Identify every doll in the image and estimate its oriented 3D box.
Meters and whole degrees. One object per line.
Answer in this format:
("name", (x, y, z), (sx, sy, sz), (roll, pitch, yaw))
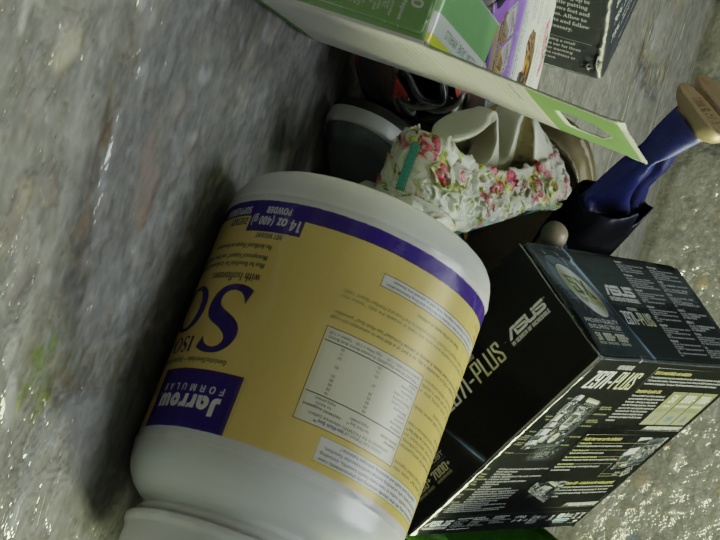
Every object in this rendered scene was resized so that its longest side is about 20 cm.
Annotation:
("doll", (0.143, -0.031, 1.289), (0.200, 0.049, 0.136), (-48, 169, 27))

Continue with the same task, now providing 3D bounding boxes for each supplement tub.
("supplement tub", (-0.030, 0.069, 1.072), (0.146, 0.144, 0.201), (74, 35, -68))

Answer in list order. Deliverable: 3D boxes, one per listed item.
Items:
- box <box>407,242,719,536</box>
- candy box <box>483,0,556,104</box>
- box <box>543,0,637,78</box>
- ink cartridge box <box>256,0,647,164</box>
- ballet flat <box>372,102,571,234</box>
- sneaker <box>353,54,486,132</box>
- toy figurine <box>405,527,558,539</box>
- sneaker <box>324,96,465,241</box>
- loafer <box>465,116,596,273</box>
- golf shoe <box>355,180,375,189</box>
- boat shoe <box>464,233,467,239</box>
("box", (0.111, 0.074, 1.276), (0.164, 0.086, 0.199), (-45, 153, 24))
("candy box", (0.067, -0.132, 1.397), (0.200, 0.071, 0.169), (-49, 153, -61))
("box", (0.157, -0.266, 1.532), (0.201, 0.103, 0.148), (93, 19, -45))
("ink cartridge box", (0.050, -0.114, 1.051), (0.145, 0.198, 0.048), (19, 90, -77))
("ballet flat", (0.073, -0.061, 1.201), (0.200, 0.075, 0.064), (-21, 125, -63))
("sneaker", (0.032, -0.111, 1.218), (0.201, 0.076, 0.082), (71, 10, -51))
("toy figurine", (0.007, 0.226, 1.308), (0.185, 0.199, 0.150), (-67, -154, 11))
("sneaker", (0.000, 0.000, 1.270), (0.121, 0.083, 0.201), (-58, 146, -26))
("loafer", (0.102, -0.005, 1.381), (0.067, 0.075, 0.202), (-50, 152, -63))
("golf shoe", (-0.031, 0.038, 1.206), (0.200, 0.097, 0.078), (-47, -176, -2))
("boat shoe", (0.078, -0.020, 1.495), (0.200, 0.073, 0.070), (-40, -152, 51))
